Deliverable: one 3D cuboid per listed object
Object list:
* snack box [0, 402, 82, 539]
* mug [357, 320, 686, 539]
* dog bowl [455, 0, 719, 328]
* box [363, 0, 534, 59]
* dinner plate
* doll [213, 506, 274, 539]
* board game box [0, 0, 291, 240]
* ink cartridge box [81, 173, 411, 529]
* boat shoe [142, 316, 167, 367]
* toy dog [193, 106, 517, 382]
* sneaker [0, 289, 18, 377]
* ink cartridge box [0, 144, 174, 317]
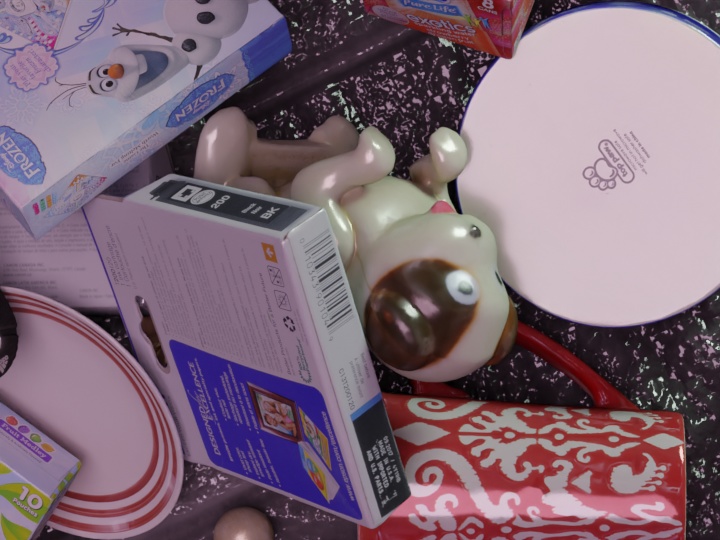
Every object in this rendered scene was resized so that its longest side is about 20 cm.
[{"bbox_3d":[-0.295,0.122,1.789,0.200,0.053,0.142,36,122,2],"label":"snack box"},{"bbox_3d":[0.101,0.120,1.722,0.199,0.133,0.178,1,98,4],"label":"mug"},{"bbox_3d":[0.158,-0.067,1.717,0.199,0.079,0.201,1,96,8],"label":"dog bowl"},{"bbox_3d":[0.078,-0.243,1.663,0.099,0.096,0.201,19,74,9],"label":"box"},{"bbox_3d":[-0.196,0.087,1.768,0.199,0.024,0.201,16,130,20],"label":"dinner plate"},{"bbox_3d":[-0.067,0.253,1.798,0.136,0.048,0.201,-7,96,7],"label":"doll"},{"bbox_3d":[-0.180,-0.147,1.696,0.199,0.043,0.200,-37,62,-13],"label":"board game box"},{"bbox_3d":[-0.070,0.042,1.652,0.200,0.043,0.199,14,129,47],"label":"ink cartridge box"},{"bbox_3d":[-0.094,0.052,1.769,0.074,0.066,0.200,-43,88,11],"label":"boat shoe"},{"bbox_3d":[0.000,0.000,1.665,0.200,0.139,0.195,20,94,42],"label":"toy dog"},{"bbox_3d":[-0.298,-0.015,1.701,0.115,0.076,0.201,-13,104,38],"label":"sneaker"},{"bbox_3d":[-0.192,-0.071,1.769,0.159,0.047,0.201,-1,82,25],"label":"ink cartridge box"}]
